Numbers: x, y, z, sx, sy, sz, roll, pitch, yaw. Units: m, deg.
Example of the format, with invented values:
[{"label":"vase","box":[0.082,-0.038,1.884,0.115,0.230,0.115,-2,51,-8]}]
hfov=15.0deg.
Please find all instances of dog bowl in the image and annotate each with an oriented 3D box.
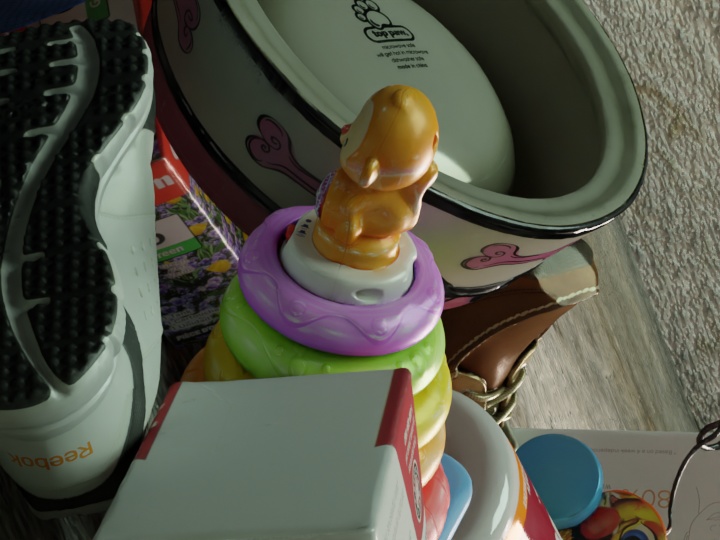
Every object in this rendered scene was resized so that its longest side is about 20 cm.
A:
[{"label":"dog bowl","box":[0.006,-0.070,1.015,0.200,0.074,0.200,25,38,-21]}]

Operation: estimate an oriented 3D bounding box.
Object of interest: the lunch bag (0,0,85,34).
[{"label":"lunch bag","box":[-0.089,-0.162,0.810,0.132,0.200,0.136,70,15,6]}]

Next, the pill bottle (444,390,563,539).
[{"label":"pill bottle","box":[0.041,0.146,1.201,0.200,0.113,0.113,60,15,-49]}]

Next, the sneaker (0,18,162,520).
[{"label":"sneaker","box":[-0.099,-0.004,0.885,0.200,0.074,0.080,-88,168,-46]}]

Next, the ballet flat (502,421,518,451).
[{"label":"ballet flat","box":[0.050,0.113,1.425,0.067,0.070,0.200,62,14,-44]}]

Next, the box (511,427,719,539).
[{"label":"box","box":[0.153,0.194,1.454,0.106,0.152,0.200,51,43,-64]}]

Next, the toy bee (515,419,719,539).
[{"label":"toy bee","box":[0.104,0.132,1.309,0.131,0.200,0.109,40,34,-53]}]

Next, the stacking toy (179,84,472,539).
[{"label":"stacking toy","box":[-0.009,0.021,0.919,0.116,0.110,0.200,-58,165,-51]}]

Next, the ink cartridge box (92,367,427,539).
[{"label":"ink cartridge box","box":[-0.018,0.147,0.839,0.147,0.083,0.200,-72,157,-72]}]

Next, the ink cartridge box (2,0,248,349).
[{"label":"ink cartridge box","box":[-0.091,-0.063,1.044,0.200,0.050,0.109,57,18,-58]}]

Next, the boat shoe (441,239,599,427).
[{"label":"boat shoe","box":[0.043,0.042,1.223,0.200,0.076,0.074,-30,-101,55]}]
